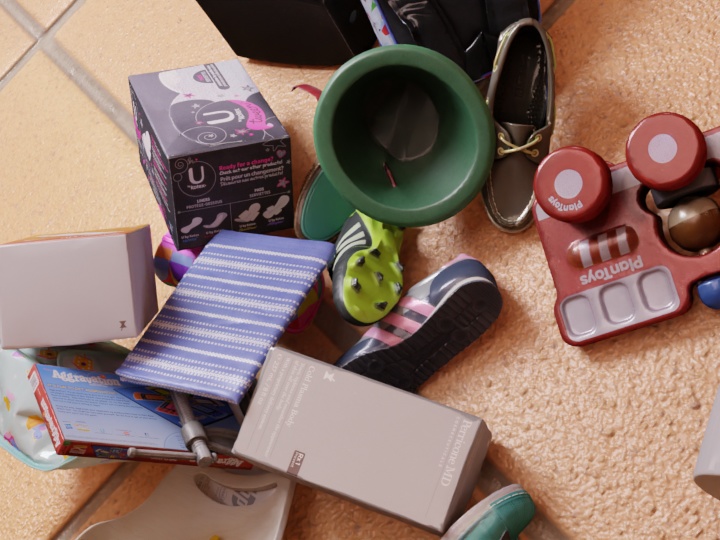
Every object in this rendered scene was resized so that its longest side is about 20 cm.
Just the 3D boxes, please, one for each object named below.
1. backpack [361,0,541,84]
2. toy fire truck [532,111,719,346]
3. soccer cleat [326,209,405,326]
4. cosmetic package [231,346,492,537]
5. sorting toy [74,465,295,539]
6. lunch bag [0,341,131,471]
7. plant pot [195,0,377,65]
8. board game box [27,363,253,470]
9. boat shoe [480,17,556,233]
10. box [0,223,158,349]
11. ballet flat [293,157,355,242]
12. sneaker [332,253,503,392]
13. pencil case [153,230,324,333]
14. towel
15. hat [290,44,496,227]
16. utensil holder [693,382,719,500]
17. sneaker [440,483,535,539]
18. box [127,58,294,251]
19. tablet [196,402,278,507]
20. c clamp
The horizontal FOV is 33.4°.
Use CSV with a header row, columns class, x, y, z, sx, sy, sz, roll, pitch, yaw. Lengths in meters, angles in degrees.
class,x,y,z,sx,sy,sz,roll,pitch,yaw
backpack,0.086,-0.277,1.212,0.200,0.154,0.191,-20,89,0
toy fire truck,0.251,-0.036,1.038,0.200,0.112,0.168,-19,80,22
soccer cleat,0.000,0.000,1.152,0.081,0.068,0.200,-42,18,29
cosmetic package,0.004,0.151,1.044,0.200,0.090,0.107,15,76,19
sorting toy,-0.141,0.247,1.097,0.200,0.107,0.180,2,46,26
lunch bag,-0.268,0.134,1.191,0.200,0.170,0.122,19,96,38
plant pot,-0.057,-0.342,1.342,0.177,0.200,0.200,26,78,25
board game box,-0.197,0.135,1.097,0.019,0.200,0.103,-58,43,22
boat shoe,0.147,-0.137,1.130,0.072,0.060,0.202,5,92,7
box,-0.272,0.012,1.170,0.124,0.200,0.098,-5,95,-4
ballet flat,-0.018,-0.112,1.269,0.200,0.071,0.065,-59,25,-14
sneaker,0.045,0.060,1.134,0.200,0.070,0.082,-34,28,13
pencil case,-0.128,0.002,1.247,0.200,0.088,0.088,16,73,38
towel,-0.122,0.039,1.120,0.145,0.024,0.200,7,48,31
hat,0.041,-0.152,1.198,0.166,0.200,0.176,-40,6,13
utensil holder,0.346,0.084,0.863,0.170,0.170,0.200,12,74,35
sneaker,0.085,0.269,0.983,0.200,0.071,0.080,-48,62,-1
box,-0.158,-0.129,1.267,0.132,0.115,0.200,-12,37,-15
tablet,-0.127,0.219,1.169,0.130,0.014,0.200,2,66,32
c clamp,-0.152,0.118,1.132,0.027,0.171,0.200,-58,33,22
